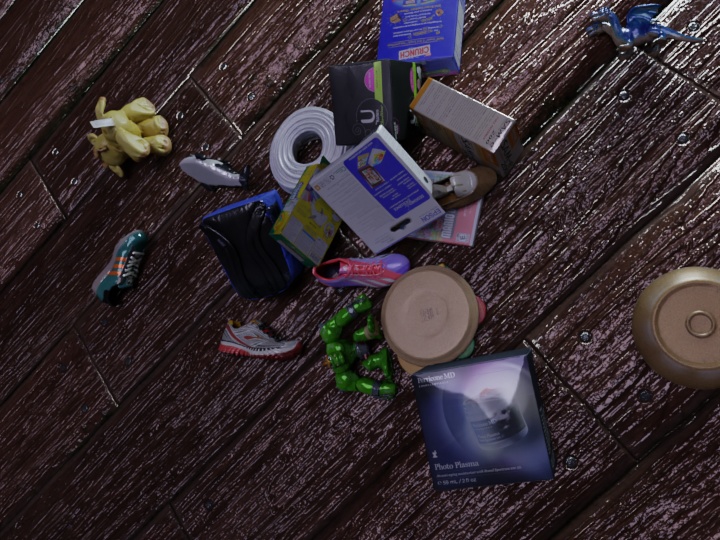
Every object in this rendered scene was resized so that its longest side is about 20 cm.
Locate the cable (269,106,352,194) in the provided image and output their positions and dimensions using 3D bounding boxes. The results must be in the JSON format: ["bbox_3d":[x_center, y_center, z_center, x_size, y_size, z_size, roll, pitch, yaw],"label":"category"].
[{"bbox_3d":[-0.110,-0.258,1.305,0.200,0.069,0.200,-48,65,7],"label":"cable"}]

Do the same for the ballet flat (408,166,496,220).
[{"bbox_3d":[0.161,-0.153,1.143,0.199,0.072,0.068,-17,73,19],"label":"ballet flat"}]

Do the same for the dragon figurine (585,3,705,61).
[{"bbox_3d":[0.515,-0.443,1.083,0.198,0.059,0.100,-2,78,24],"label":"dragon figurine"}]

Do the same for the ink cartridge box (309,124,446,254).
[{"bbox_3d":[0.033,-0.146,1.130,0.198,0.200,0.044,-28,23,40],"label":"ink cartridge box"}]

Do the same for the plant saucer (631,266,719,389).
[{"bbox_3d":[0.548,0.089,0.963,0.199,0.035,0.202,-5,77,22],"label":"plant saucer"}]

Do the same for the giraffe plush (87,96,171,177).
[{"bbox_3d":[-0.599,-0.322,1.497,0.162,0.199,0.174,-34,68,44],"label":"giraffe plush"}]

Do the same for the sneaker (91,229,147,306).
[{"bbox_3d":[-0.569,-0.002,1.451,0.080,0.071,0.201,40,100,21],"label":"sneaker"}]

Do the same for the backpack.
[{"bbox_3d":[-0.204,-0.054,1.252,0.161,0.168,0.201,-15,105,23],"label":"backpack"}]

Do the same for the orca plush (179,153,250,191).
[{"bbox_3d":[-0.328,-0.246,1.397,0.199,0.106,0.071,6,46,35],"label":"orca plush"}]

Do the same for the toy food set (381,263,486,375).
[{"bbox_3d":[0.135,0.088,1.135,0.197,0.049,0.201,-34,67,13],"label":"toy food set"}]

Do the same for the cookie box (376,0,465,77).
[{"bbox_3d":[0.129,-0.514,1.256,0.170,0.075,0.202,2,79,23],"label":"cookie box"}]

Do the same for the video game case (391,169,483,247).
[{"bbox_3d":[0.144,-0.130,1.196,0.199,0.017,0.144,9,83,25],"label":"video game case"}]

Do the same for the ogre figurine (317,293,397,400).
[{"bbox_3d":[-0.009,0.160,1.156,0.119,0.098,0.201,-18,110,16],"label":"ogre figurine"}]

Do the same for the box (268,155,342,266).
[{"bbox_3d":[-0.091,-0.122,1.204,0.048,0.117,0.201,2,57,48],"label":"box"}]

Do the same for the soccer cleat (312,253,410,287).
[{"bbox_3d":[0.000,0.000,1.196,0.198,0.076,0.067,-5,78,23],"label":"soccer cleat"}]

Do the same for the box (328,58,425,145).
[{"bbox_3d":[0.039,-0.327,1.163,0.123,0.200,0.150,2,105,24],"label":"box"}]

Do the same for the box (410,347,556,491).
[{"bbox_3d":[0.208,0.249,1.009,0.199,0.123,0.200,-14,83,19],"label":"box"}]

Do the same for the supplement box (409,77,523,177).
[{"bbox_3d":[0.204,-0.273,1.142,0.200,0.126,0.074,36,93,26],"label":"supplement box"}]

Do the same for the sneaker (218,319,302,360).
[{"bbox_3d":[-0.212,0.144,1.256,0.198,0.078,0.083,4,79,24],"label":"sneaker"}]
